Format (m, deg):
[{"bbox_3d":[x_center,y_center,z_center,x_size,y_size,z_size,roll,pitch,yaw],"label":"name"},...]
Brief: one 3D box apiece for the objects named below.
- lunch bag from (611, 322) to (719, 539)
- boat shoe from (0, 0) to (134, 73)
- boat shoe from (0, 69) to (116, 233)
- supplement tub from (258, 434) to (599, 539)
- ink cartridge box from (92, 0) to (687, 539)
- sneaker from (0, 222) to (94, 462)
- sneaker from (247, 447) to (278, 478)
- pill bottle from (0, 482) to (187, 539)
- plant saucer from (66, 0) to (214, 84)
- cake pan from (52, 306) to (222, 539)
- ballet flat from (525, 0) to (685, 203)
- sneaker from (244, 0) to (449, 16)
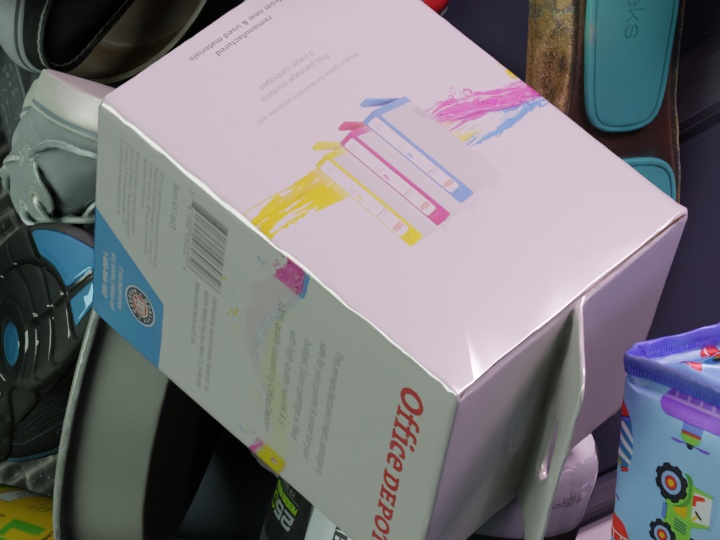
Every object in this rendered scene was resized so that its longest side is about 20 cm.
[{"bbox_3d":[0.185,0.117,0.979,0.200,0.094,0.151,28,125,43],"label":"lunch bag"},{"bbox_3d":[-0.100,-0.164,1.257,0.057,0.069,0.200,46,119,33],"label":"boat shoe"},{"bbox_3d":[-0.123,-0.046,1.271,0.201,0.070,0.072,-172,99,-78],"label":"boat shoe"},{"bbox_3d":[0.012,0.141,1.154,0.123,0.122,0.200,32,112,40],"label":"supplement tub"},{"bbox_3d":[0.015,0.004,1.038,0.200,0.125,0.129,40,148,20],"label":"ink cartridge box"},{"bbox_3d":[-0.130,0.032,1.286,0.200,0.082,0.073,136,130,-60],"label":"sneaker"},{"bbox_3d":[0.000,0.000,1.203,0.080,0.076,0.200,17,104,33],"label":"sneaker"},{"bbox_3d":[-0.118,0.168,1.290,0.200,0.111,0.111,11,99,44],"label":"pill bottle"},{"bbox_3d":[-0.114,-0.187,1.336,0.200,0.032,0.200,0,90,45],"label":"plant saucer"},{"bbox_3d":[-0.080,0.034,1.216,0.037,0.200,0.200,16,104,7],"label":"cake pan"},{"bbox_3d":[0.090,-0.055,1.114,0.071,0.071,0.200,24,118,42],"label":"ballet flat"},{"bbox_3d":[-0.040,-0.169,1.157,0.200,0.077,0.085,40,160,-6],"label":"sneaker"}]
